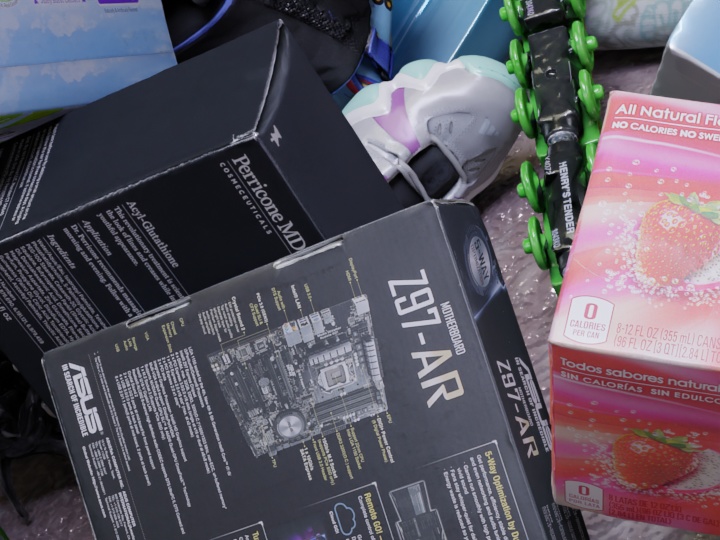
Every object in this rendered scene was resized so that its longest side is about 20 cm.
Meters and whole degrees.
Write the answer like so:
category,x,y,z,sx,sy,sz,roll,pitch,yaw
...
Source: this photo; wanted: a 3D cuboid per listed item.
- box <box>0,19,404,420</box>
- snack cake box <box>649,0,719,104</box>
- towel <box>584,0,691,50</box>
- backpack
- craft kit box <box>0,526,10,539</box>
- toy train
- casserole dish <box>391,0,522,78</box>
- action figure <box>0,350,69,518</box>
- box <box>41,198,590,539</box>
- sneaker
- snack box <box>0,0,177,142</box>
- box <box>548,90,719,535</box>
category,x,y,z,sx,sy,sz,roll,pitch,yaw
box,-0.043,0.024,0.795,0.140,0.201,0.079,-19,34,23
snack cake box,0.192,-0.137,0.815,0.201,0.067,0.115,-57,-6,-7
towel,0.196,-0.180,0.979,0.170,0.048,0.201,-4,45,44
backpack,-0.064,-0.161,1.011,0.182,0.134,0.202,-28,49,46
craft kit box,-0.238,0.058,0.933,0.048,0.200,0.197,-39,33,-6
toy train,0.089,-0.068,0.898,0.041,0.057,0.201,-15,50,15
casserole dish,0.049,-0.136,1.020,0.201,0.039,0.121,-59,28,-4
action figure,-0.142,0.013,0.925,0.118,0.102,0.201,30,98,30
box,-0.006,0.096,0.697,0.159,0.201,0.043,-22,-7,22
sneaker,0.000,0.000,0.913,0.199,0.078,0.140,-36,33,17
snack box,-0.198,-0.073,0.835,0.199,0.068,0.169,-14,2,21
box,0.163,0.023,0.630,0.198,0.095,0.103,10,55,13
